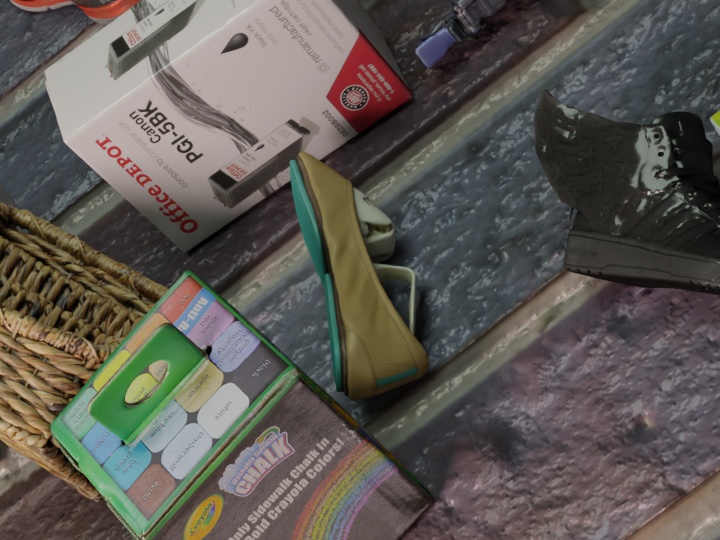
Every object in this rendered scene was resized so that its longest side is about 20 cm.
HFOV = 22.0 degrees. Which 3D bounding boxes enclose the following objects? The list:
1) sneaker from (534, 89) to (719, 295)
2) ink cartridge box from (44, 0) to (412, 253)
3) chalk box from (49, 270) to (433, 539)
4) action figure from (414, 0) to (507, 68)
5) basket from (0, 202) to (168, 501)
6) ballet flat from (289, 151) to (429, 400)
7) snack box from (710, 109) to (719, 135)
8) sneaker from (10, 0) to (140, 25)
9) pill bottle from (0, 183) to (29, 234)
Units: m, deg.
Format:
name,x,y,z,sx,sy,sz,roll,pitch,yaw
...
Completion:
name,x,y,z,sx,sy,sz,roll,pitch,yaw
sneaker,0.176,-0.042,1.028,0.199,0.060,0.105,8,85,44
ink cartridge box,-0.089,-0.125,1.250,0.200,0.147,0.083,-34,45,11
chalk box,-0.078,0.096,1.025,0.124,0.200,0.124,-47,42,-4
action figure,0.081,-0.241,1.250,0.200,0.105,0.193,-45,32,-6
basket,-0.219,0.027,1.191,0.199,0.143,0.149,29,77,24
ballet flat,0.000,0.000,1.159,0.063,0.069,0.201,-10,49,-5
snack box,0.312,-0.082,0.970,0.200,0.068,0.169,-37,42,5
sneaker,-0.254,-0.263,1.533,0.200,0.082,0.077,17,68,44
pill bottle,-0.350,0.009,1.367,0.199,0.114,0.115,-24,46,21
